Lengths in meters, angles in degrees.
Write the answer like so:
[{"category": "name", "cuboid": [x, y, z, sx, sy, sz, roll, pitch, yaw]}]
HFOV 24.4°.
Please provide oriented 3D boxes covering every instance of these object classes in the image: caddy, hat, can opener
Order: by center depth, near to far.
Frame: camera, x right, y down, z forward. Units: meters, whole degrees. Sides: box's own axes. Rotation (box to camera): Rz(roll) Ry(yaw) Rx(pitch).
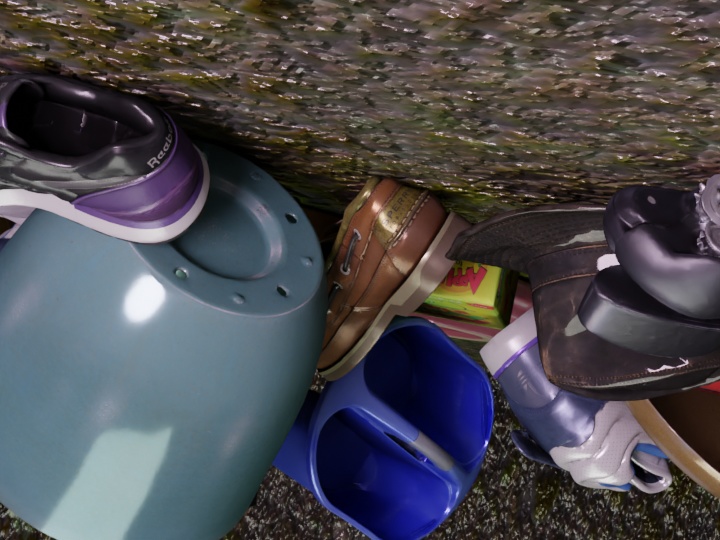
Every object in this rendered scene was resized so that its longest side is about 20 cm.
[{"category": "can opener", "cuboid": [0.191, -0.002, 0.732, 0.198, 0.064, 0.079, 3, 151, -20]}, {"category": "hat", "cuboid": [0.141, 0.024, 0.840, 0.198, 0.082, 0.201, 3, 171, 0]}, {"category": "caddy", "cuboid": [0.017, 0.104, 1.141, 0.104, 0.142, 0.200, 26, 170, 39]}]

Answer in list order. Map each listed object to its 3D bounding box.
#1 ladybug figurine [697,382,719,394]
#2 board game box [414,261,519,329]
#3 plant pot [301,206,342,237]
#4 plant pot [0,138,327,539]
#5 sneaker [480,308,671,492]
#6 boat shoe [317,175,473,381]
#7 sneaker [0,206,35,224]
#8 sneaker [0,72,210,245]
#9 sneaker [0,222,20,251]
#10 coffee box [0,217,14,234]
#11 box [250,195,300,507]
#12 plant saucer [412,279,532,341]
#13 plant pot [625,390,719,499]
[{"category": "ladybug figurine", "cuboid": [0.202, 0.034, 1.001, 0.198, 0.073, 0.136, 13, 175, -19]}, {"category": "board game box", "cuboid": [0.052, 0.002, 1.130, 0.100, 0.048, 0.200, 10, 175, 9]}, {"category": "plant pot", "cuboid": [-0.101, 0.023, 1.187, 0.197, 0.142, 0.200, 10, 175, 1]}, {"category": "plant pot", "cuboid": [-0.108, 0.028, 0.905, 0.199, 0.202, 0.161, 14, 133, -28]}, {"category": "sneaker", "cuboid": [0.162, 0.093, 1.157, 0.147, 0.080, 0.200, 52, -165, 10]}, {"category": "boat shoe", "cuboid": [0.000, 0.000, 0.971, 0.068, 0.072, 0.200, 35, 147, -4]}, {"category": "sneaker", "cuboid": [-0.240, -0.054, 1.000, 0.198, 0.075, 0.115, 7, 171, 20]}, {"category": "sneaker", "cuboid": [-0.174, -0.071, 0.799, 0.197, 0.077, 0.088, 6, 160, 12]}, {"category": "sneaker", "cuboid": [-0.249, 0.019, 1.007, 0.198, 0.081, 0.147, 19, -146, -13]}, {"category": "coffee box", "cuboid": [-0.314, -0.020, 1.348, 0.197, 0.115, 0.080, 11, 175, -4]}, {"category": "box", "cuboid": [-0.130, 0.040, 1.072, 0.158, 0.203, 0.043, 10, -179, 23]}, {"category": "plant saucer", "cuboid": [0.043, 0.020, 1.348, 0.198, 0.051, 0.201, 12, 176, 1]}, {"category": "plant pot", "cuboid": [0.231, 0.090, 1.097, 0.199, 0.028, 0.201, 30, -151, -18]}]
